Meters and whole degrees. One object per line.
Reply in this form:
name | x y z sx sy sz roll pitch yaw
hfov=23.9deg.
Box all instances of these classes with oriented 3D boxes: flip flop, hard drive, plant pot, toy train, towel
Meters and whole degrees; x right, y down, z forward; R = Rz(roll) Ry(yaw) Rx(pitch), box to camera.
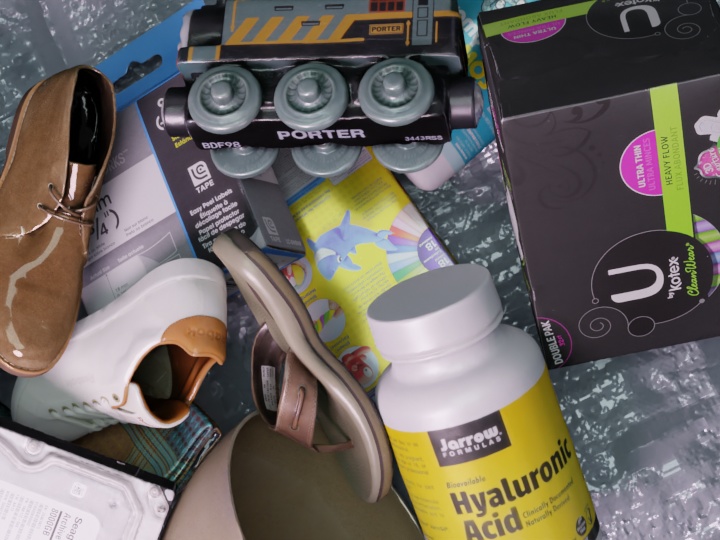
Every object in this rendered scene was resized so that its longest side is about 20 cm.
flip flop | -0.044 0.066 1.061 0.058 0.081 0.200 -37 115 -16
hard drive | -0.229 0.163 1.050 0.199 0.038 0.140 22 91 -4
plant pot | -0.057 0.208 1.088 0.134 0.200 0.201 -38 81 24
toy train | -0.023 -0.122 1.050 0.199 0.085 0.114 -1 64 10
towel | -0.186 0.152 1.134 0.200 0.022 0.147 -53 38 -1

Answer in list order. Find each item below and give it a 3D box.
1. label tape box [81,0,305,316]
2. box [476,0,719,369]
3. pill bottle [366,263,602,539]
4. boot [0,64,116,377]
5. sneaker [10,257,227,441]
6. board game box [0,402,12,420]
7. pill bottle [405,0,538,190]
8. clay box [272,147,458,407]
label tape box | -0.141 -0.070 1.141 0.144 0.063 0.200 -29 74 22
box | 0.164 -0.062 1.060 0.148 0.200 0.124 -12 39 5
pill bottle | 0.074 0.102 1.077 0.111 0.111 0.200 -20 107 4
boot | -0.194 -0.035 1.063 0.073 0.075 0.201 14 73 -28
sneaker | -0.159 0.075 1.087 0.200 0.073 0.085 -39 47 34
board game box | -0.303 0.179 1.133 0.028 0.135 0.200 40 90 -14
pill bottle | 0.084 -0.155 1.134 0.200 0.111 0.111 -42 82 1
clay box | 0.000 0.000 1.159 0.115 0.048 0.200 -36 82 4
